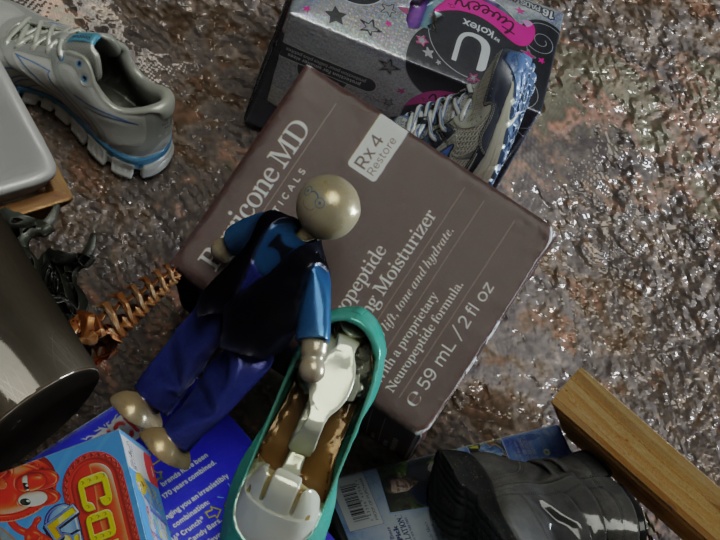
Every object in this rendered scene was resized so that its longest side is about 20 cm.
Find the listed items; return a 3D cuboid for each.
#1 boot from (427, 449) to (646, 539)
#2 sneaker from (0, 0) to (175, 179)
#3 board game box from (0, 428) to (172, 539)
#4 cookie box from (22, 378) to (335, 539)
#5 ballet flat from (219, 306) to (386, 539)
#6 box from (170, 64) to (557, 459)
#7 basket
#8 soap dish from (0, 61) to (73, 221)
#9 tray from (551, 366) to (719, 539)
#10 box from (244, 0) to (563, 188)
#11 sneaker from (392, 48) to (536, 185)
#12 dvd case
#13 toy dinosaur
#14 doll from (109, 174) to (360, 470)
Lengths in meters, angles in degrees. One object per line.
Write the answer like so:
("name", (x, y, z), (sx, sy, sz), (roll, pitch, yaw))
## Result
("boot", (0.133, 0.178, 1.455), (0.130, 0.070, 0.201), (1, 35, -19))
("sneaker", (-0.212, -0.154, 1.598), (0.199, 0.087, 0.075), (31, 54, 3))
("board game box", (-0.197, 0.220, 1.291), (0.194, 0.056, 0.202), (-21, 67, 7))
("cookie box", (-0.118, 0.185, 1.409), (0.171, 0.075, 0.200), (-32, 74, -33))
("ballet flat", (-0.039, 0.111, 1.350), (0.067, 0.070, 0.202), (20, 80, 7))
("box", (0.000, 0.000, 1.491), (0.199, 0.164, 0.167), (33, 81, 4))
("basket", (-0.261, 0.019, 1.332), (0.200, 0.136, 0.180), (50, 29, 12))
("soap dish", (-0.312, -0.097, 1.524), (0.156, 0.081, 0.201), (-19, 66, -30))
("tray", (0.218, 0.155, 1.525), (0.200, 0.099, 0.037), (41, 85, 18))
("box", (0.032, -0.151, 1.656), (0.198, 0.132, 0.115), (21, 51, -6))
("sneaker", (0.059, -0.087, 1.579), (0.085, 0.201, 0.077), (27, 45, -1))
("dvd case", (0.080, 0.189, 1.518), (0.198, 0.018, 0.144), (-11, 63, -27))
("toy dinosaur", (-0.208, 0.039, 1.432), (0.198, 0.102, 0.137), (-10, 59, -2))
("doll", (-0.065, 0.028, 1.354), (0.048, 0.201, 0.136), (30, 10, -47))
